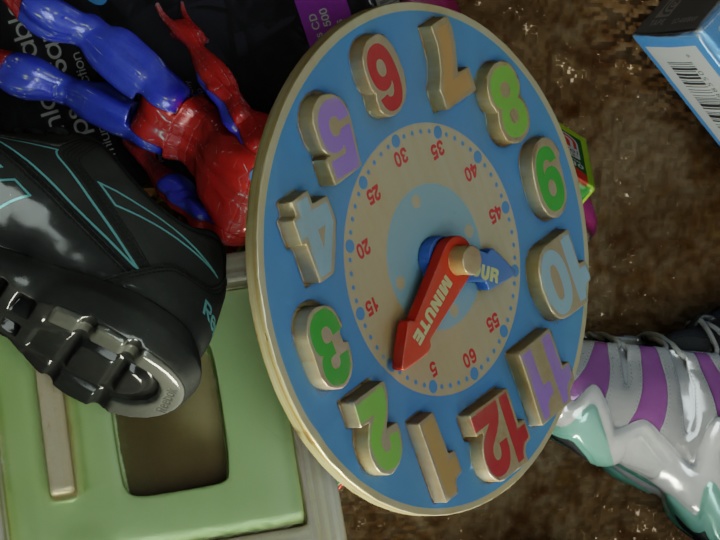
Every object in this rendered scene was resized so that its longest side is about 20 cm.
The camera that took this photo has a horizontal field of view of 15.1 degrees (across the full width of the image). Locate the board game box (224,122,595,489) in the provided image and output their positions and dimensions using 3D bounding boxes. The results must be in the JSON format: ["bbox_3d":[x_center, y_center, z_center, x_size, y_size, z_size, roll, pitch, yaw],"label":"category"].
[{"bbox_3d":[0.000,0.000,1.180,0.101,0.048,0.200,31,115,-19],"label":"board game box"}]

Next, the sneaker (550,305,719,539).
[{"bbox_3d":[0.150,0.036,1.257,0.200,0.078,0.140,36,87,-26],"label":"sneaker"}]

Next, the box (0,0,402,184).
[{"bbox_3d":[-0.084,-0.111,1.119,0.199,0.036,0.143,-15,99,26],"label":"box"}]

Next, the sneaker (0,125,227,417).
[{"bbox_3d":[-0.141,-0.021,1.027,0.200,0.075,0.079,32,56,-8],"label":"sneaker"}]

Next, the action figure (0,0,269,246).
[{"bbox_3d":[-0.084,-0.068,1.084,0.200,0.052,0.066,35,119,17],"label":"action figure"}]

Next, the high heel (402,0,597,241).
[{"bbox_3d":[0.049,-0.096,1.213,0.200,0.067,0.096,41,60,-31],"label":"high heel"}]

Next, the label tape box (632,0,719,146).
[{"bbox_3d":[0.242,-0.123,1.248,0.200,0.066,0.143,-47,109,-17],"label":"label tape box"}]

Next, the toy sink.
[{"bbox_3d":[-0.112,0.078,1.087,0.199,0.112,0.131,-8,71,-4],"label":"toy sink"}]

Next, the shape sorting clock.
[{"bbox_3d":[0.029,-0.005,1.056,0.200,0.039,0.201,-1,91,-50],"label":"shape sorting clock"}]
